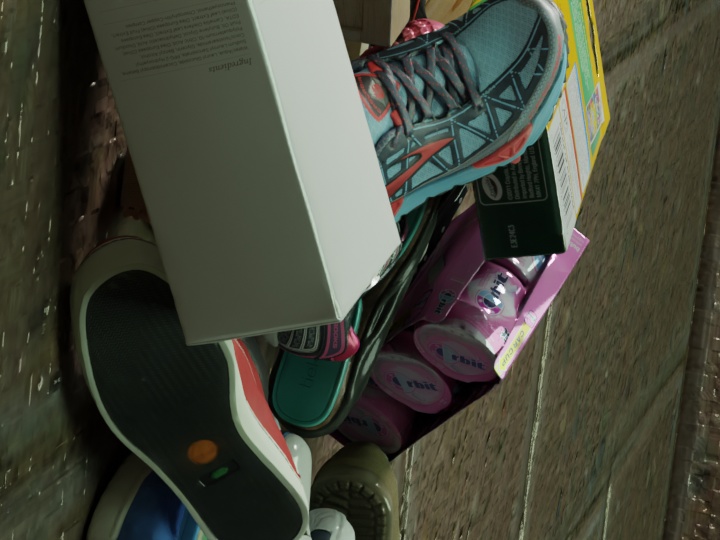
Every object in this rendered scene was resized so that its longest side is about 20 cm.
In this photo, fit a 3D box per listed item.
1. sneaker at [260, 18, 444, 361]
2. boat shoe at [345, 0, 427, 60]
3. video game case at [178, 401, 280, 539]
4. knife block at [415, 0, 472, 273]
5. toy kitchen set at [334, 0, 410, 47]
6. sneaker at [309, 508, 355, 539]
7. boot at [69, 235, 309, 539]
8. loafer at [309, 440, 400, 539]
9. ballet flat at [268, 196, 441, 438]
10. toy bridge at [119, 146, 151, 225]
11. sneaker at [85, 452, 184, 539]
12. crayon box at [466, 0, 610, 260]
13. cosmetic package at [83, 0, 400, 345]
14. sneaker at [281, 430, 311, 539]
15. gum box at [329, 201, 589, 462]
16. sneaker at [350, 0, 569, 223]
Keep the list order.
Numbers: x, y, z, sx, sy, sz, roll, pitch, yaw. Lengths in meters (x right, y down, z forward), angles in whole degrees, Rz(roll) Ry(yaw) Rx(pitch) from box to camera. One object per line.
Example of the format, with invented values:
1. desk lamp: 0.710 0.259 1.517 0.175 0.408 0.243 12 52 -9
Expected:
1. sneaker: 0.000 -0.047 1.635 0.201 0.074 0.081 -62 -170 7
2. boat shoe: 0.013 -0.140 1.722 0.074 0.063 0.203 -166 -96 -67
3. video game case: -0.072 0.152 1.712 0.200 0.018 0.144 76 26 -59
4. knife block: 0.064 -0.097 1.787 0.064 0.199 0.176 71 2 -64
5. toy kitchen set: 0.044 -0.245 1.610 0.181 0.162 0.201 -58 154 -58
6. sneaker: 0.007 0.233 1.782 0.080 0.129 0.200 -73 177 -57
7. boot: -0.094 0.033 1.476 0.145 0.072 0.200 -107 171 -51
8. loafer: -0.007 0.188 1.846 0.068 0.076 0.201 -63 170 -50
9. ballet flat: 0.000 0.000 1.702 0.201 0.068 0.068 -66 162 6
10. toy bridge: -0.079 -0.049 1.529 0.200 0.027 0.068 -39 140 -70
11. sneaker: -0.089 0.184 1.468 0.077 0.111 0.201 79 24 -55
12. crayon box: 0.099 -0.104 1.692 0.200 0.051 0.126 -63 145 -63
13. cosmetic package: -0.055 -0.080 1.361 0.108 0.084 0.201 -48 127 -65
14. sneaker: -0.047 0.191 1.654 0.072 0.072 0.201 28 70 -74
15. gum box: 0.051 0.033 1.788 0.114 0.066 0.200 -58 -171 -30
16. sneaker: 0.023 -0.076 1.528 0.200 0.079 0.096 -38 158 4
